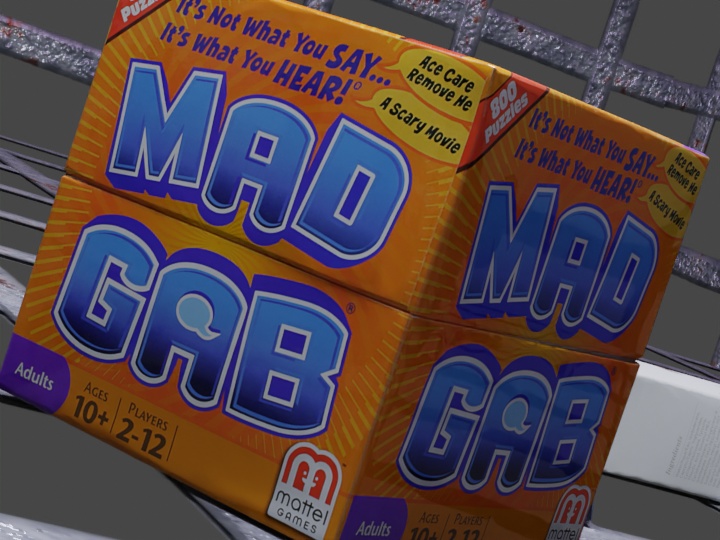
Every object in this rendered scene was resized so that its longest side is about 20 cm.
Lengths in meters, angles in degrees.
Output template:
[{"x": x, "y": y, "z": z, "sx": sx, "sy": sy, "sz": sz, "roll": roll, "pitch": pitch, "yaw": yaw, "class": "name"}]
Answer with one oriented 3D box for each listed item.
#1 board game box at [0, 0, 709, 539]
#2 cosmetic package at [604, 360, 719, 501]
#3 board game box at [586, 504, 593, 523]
[{"x": 0.000, "y": 0.000, "z": 0.878, "sx": 0.199, "sy": 0.201, "sz": 0.200, "roll": 22, "pitch": 5, "yaw": 35, "class": "board game box"}, {"x": 0.211, "y": 0.106, "z": 1.335, "sx": 0.199, "sy": 0.074, "sz": 0.102, "roll": 18, "pitch": 3, "yaw": -29, "class": "cosmetic package"}, {"x": 0.059, "y": 0.007, "z": 1.053, "sx": 0.199, "sy": 0.201, "sz": 0.062, "roll": 19, "pitch": 5, "yaw": -3, "class": "board game box"}]
